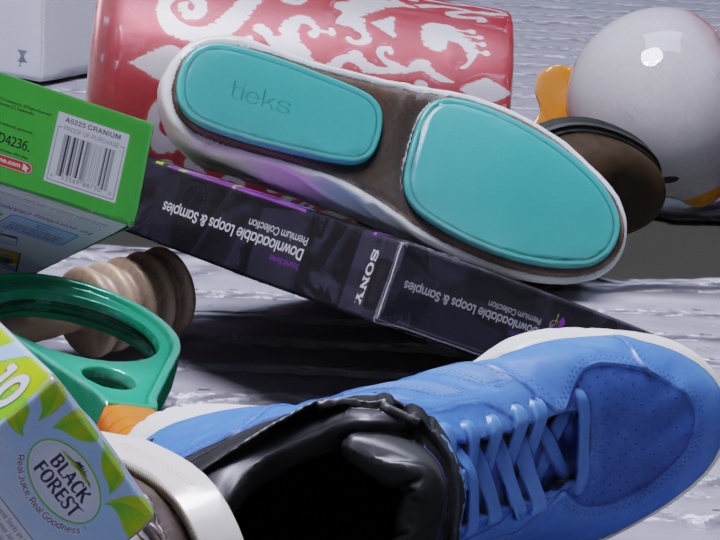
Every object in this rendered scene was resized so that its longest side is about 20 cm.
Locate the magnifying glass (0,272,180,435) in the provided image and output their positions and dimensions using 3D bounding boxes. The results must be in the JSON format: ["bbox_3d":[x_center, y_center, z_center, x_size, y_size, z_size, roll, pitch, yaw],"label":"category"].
[{"bbox_3d":[-0.087,0.045,0.923,0.079,0.023,0.200,9,20,-24],"label":"magnifying glass"}]

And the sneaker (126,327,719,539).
[{"bbox_3d":[0.028,0.066,0.791,0.199,0.077,0.111,-5,10,-12],"label":"sneaker"}]

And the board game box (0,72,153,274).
[{"bbox_3d":[-0.186,-0.038,0.998,0.152,0.041,0.200,18,-17,-24],"label":"board game box"}]

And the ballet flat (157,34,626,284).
[{"bbox_3d":[0.011,-0.043,1.085,0.199,0.070,0.069,19,13,-5],"label":"ballet flat"}]

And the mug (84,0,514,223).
[{"bbox_3d":[-0.031,-0.090,1.303,0.199,0.134,0.178,5,16,-2],"label":"mug"}]

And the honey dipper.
[{"bbox_3d":[-0.149,0.028,1.011,0.199,0.038,0.038,-16,23,-41],"label":"honey dipper"}]

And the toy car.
[{"bbox_3d":[0.181,-0.077,1.326,0.199,0.178,0.184,-26,0,3],"label":"toy car"}]

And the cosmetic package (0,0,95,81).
[{"bbox_3d":[-0.219,-0.206,1.737,0.199,0.124,0.200,12,18,32],"label":"cosmetic package"}]

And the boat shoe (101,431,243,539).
[{"bbox_3d":[-0.103,0.076,0.755,0.059,0.072,0.200,-22,19,-29],"label":"boat shoe"}]

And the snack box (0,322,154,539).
[{"bbox_3d":[-0.151,0.060,0.699,0.142,0.053,0.200,-38,26,-11],"label":"snack box"}]

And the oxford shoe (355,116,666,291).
[{"bbox_3d":[0.082,-0.021,1.207,0.199,0.073,0.084,-8,42,-46],"label":"oxford shoe"}]

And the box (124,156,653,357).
[{"bbox_3d":[0.000,0.000,1.046,0.143,0.036,0.200,19,2,-41],"label":"box"}]
